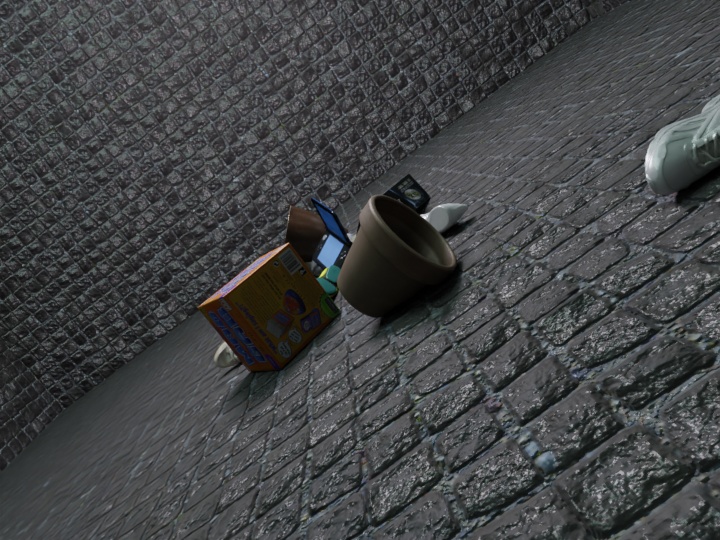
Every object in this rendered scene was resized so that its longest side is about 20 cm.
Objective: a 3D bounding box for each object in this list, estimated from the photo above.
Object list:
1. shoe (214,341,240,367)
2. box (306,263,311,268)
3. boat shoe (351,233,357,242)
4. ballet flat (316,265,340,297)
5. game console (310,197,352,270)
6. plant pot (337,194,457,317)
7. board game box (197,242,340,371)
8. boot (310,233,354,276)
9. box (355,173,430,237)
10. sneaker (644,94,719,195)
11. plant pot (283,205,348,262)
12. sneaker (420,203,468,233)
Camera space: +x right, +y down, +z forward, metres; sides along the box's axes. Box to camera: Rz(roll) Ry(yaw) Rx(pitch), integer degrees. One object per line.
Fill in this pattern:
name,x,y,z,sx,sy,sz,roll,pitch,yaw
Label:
shoe,-0.304,0.192,1.557,0.200,0.070,0.053,-34,3,1
box,-0.241,-0.008,2.116,0.176,0.097,0.200,-32,11,22
boat shoe,0.011,-0.088,1.763,0.200,0.071,0.063,-76,1,-52
ballet flat,-0.095,0.047,1.570,0.067,0.067,0.200,-55,1,22
game console,-0.107,-0.095,1.719,0.171,0.118,0.200,-61,30,6
plant pot,0.048,-0.013,1.087,0.175,0.200,0.200,-50,5,24
board game box,-0.212,0.090,1.358,0.200,0.200,0.200,-43,13,-30
boot,-0.091,-0.028,1.815,0.200,0.073,0.096,-42,20,31
box,0.080,-0.134,1.523,0.164,0.086,0.200,-39,-10,-14
sneaker,0.445,-0.166,0.733,0.200,0.078,0.099,-39,15,-8
plant pot,-0.146,-0.103,1.935,0.187,0.199,0.188,-171,90,-82
sneaker,0.172,-0.108,1.381,0.088,0.075,0.200,-23,1,-35
